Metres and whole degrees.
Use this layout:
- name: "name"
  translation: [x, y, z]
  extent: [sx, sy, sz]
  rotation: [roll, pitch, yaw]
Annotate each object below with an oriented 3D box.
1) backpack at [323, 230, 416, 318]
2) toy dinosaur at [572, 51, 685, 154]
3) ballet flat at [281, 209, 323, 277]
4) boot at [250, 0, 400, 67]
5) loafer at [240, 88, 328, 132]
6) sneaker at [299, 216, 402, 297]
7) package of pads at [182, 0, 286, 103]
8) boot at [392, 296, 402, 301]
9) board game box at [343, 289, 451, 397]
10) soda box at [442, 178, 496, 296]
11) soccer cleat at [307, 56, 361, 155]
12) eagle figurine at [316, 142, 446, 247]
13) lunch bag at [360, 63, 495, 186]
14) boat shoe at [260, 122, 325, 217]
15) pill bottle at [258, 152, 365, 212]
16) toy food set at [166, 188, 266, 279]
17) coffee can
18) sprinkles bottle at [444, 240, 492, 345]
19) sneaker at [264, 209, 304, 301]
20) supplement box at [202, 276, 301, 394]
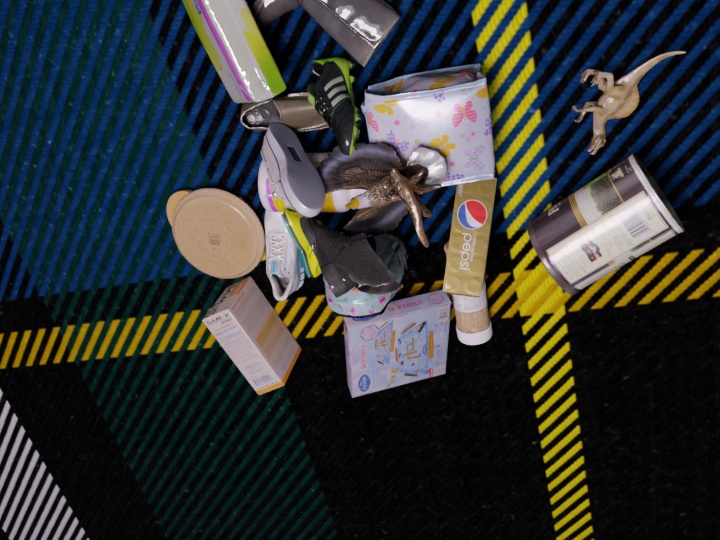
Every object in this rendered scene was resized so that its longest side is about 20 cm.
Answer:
- name: "backpack"
  translation: [0.000, 0.000, 1.199]
  extent: [0.165, 0.200, 0.128]
  rotation: [-8, 115, 18]
- name: "toy dinosaur"
  translation: [0.396, -0.280, 1.045]
  extent: [0.100, 0.059, 0.201]
  rotation: [19, 130, -15]
- name: "ballet flat"
  translation: [-0.092, -0.057, 1.236]
  extent: [0.067, 0.067, 0.201]
  rotation: [-25, 148, -5]
- name: "boot"
  translation: [-0.062, -0.401, 1.075]
  extent: [0.199, 0.073, 0.182]
  rotation: [38, 122, -17]
- name: "loafer"
  translation: [-0.118, -0.266, 1.154]
  extent: [0.198, 0.070, 0.076]
  rotation: [-4, 118, 16]
- name: "sneaker"
  translation: [-0.020, -0.031, 1.075]
  extent: [0.104, 0.201, 0.060]
  rotation: [-28, 145, 2]
- name: "package of pads"
  translation: [-0.206, -0.367, 1.074]
  extent: [0.068, 0.154, 0.201]
  rotation: [-31, 112, -14]
- name: "boot"
  translation: [0.017, 0.114, 1.336]
  extent: [0.198, 0.073, 0.152]
  rotation: [16, 121, -6]
- name: "board game box"
  translation: [0.069, 0.141, 1.277]
  extent: [0.197, 0.041, 0.201]
  rotation: [-12, 132, -12]
- name: "soda box"
  translation: [0.186, -0.057, 1.147]
  extent: [0.067, 0.064, 0.202]
  rotation: [8, 88, 8]
- name: "soccer cleat"
  translation: [-0.043, -0.262, 1.074]
  extent: [0.080, 0.202, 0.068]
  rotation: [-3, 147, -7]
- name: "eagle figurine"
  translation: [0.027, -0.124, 1.063]
  extent: [0.150, 0.199, 0.153]
  rotation: [12, 89, -29]
- name: "lunch bag"
  translation: [0.110, -0.231, 1.091]
  extent: [0.198, 0.128, 0.171]
  rotation: [-9, 119, 7]
- name: "boat shoe"
  translation: [-0.123, -0.145, 1.096]
  extent: [0.074, 0.203, 0.086]
  rotation: [1, 138, -38]
- name: "pill bottle"
  translation: [-0.073, -0.155, 1.186]
  extent: [0.198, 0.104, 0.105]
  rotation: [2, 119, 13]
- name: "toy food set"
  translation: [-0.279, -0.070, 1.316]
  extent: [0.198, 0.049, 0.200]
  rotation: [-7, 117, 16]
- name: "coffee can"
  translation: [0.396, -0.072, 1.097]
  extent: [0.199, 0.147, 0.147]
  rotation: [-35, 107, 27]
- name: "sprinkles bottle"
  translation: [0.202, 0.039, 1.250]
  extent: [0.068, 0.068, 0.202]
  rotation: [-5, 118, 16]
- name: "sneaker"
  translation: [-0.150, -0.032, 1.285]
  extent: [0.074, 0.087, 0.202]
  rotation: [1, 118, 15]
- name: "supplement box"
  translation: [-0.217, 0.133, 1.370]
  extent: [0.073, 0.126, 0.201]
  rotation: [-23, 111, 25]
